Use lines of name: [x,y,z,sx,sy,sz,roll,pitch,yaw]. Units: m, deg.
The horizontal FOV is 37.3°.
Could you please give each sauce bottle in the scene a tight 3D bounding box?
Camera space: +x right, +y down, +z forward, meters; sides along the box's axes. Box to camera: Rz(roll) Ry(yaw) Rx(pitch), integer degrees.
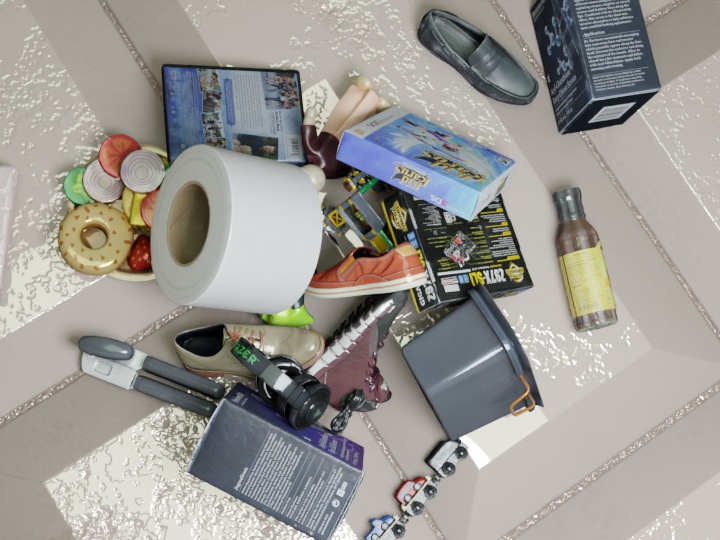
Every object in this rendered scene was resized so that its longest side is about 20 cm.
sauce bottle: [0.312,-0.017,1.502,0.064,0.065,0.202,-9,82,-8]

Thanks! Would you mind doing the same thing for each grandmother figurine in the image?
grandmother figurine: [-0.038,-0.177,1.476,0.121,0.060,0.201,41,68,-25]

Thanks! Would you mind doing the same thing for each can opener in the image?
can opener: [-0.277,0.136,1.397,0.199,0.067,0.054,20,76,8]

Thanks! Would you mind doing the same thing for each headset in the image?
headset: [-0.075,0.141,1.337,0.094,0.123,0.200,-49,126,-7]

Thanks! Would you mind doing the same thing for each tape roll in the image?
tape roll: [-0.161,-0.049,1.363,0.138,0.202,0.205,9,76,-39]

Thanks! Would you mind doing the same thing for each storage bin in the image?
storage bin: [0.146,0.138,1.385,0.134,0.200,0.146,-31,55,-1]

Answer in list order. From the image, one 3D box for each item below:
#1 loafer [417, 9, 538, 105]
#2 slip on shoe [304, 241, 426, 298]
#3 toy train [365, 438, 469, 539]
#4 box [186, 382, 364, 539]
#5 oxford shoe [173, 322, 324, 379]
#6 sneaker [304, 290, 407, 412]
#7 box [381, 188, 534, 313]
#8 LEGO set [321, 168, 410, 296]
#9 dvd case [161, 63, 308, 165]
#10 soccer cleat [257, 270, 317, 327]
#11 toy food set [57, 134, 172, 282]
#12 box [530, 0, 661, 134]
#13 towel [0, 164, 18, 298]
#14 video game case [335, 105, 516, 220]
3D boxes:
loafer: [0.171,-0.307,1.539,0.200,0.070,0.068,34,78,1]
slip on shoe: [0.000,0.000,1.371,0.074,0.199,0.062,-15,95,-47]
toy train: [0.071,0.301,1.428,0.046,0.034,0.200,40,77,6]
box: [-0.103,0.239,1.352,0.199,0.148,0.105,28,92,-1]
oxford shoe: [-0.148,0.102,1.393,0.198,0.075,0.071,-8,64,9]
sneaker: [0.017,0.114,1.420,0.115,0.076,0.200,43,113,-9]
box: [0.133,-0.035,1.439,0.199,0.049,0.161,-8,77,-43]
LEGO set: [0.023,-0.043,1.467,0.200,0.116,0.154,47,47,-12]
dvd case: [-0.173,-0.215,1.481,0.198,0.018,0.144,-1,73,-20]
soccer cleat: [-0.099,-0.019,1.462,0.080,0.067,0.202,4,78,-25]
toy food set: [-0.306,-0.084,1.451,0.198,0.049,0.200,7,78,-5]
box: [0.331,-0.318,1.520,0.106,0.148,0.202,-10,80,-9]
towel: [-0.567,-0.055,1.424,0.198,0.032,0.193,4,79,-5]
video game case: [0.093,-0.149,1.429,0.199,0.181,0.046,26,117,14]
